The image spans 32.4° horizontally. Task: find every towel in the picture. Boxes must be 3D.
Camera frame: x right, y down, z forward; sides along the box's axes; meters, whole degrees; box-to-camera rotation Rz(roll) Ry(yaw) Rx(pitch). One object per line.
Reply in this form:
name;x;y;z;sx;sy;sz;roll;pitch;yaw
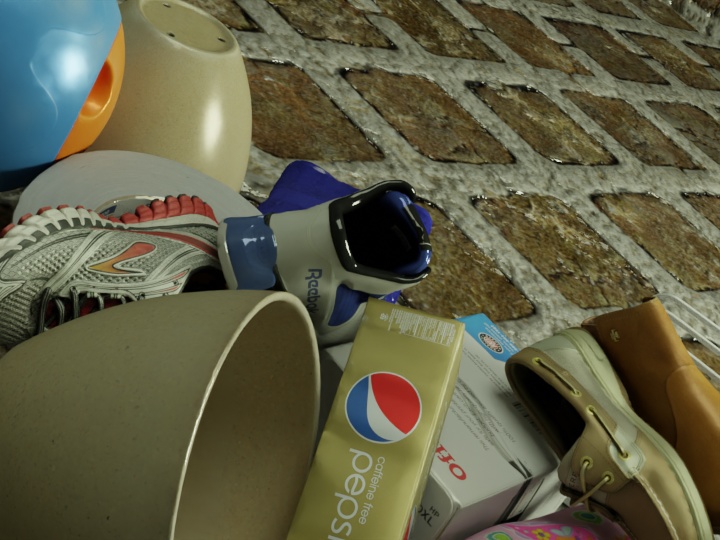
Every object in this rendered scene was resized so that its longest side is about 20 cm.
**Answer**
towel;-0.024;-0.020;1.066;0.146;0.050;0.200;21;28;4

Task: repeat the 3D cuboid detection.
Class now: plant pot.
plant pot;-0.170;-0.149;1.036;0.198;0.135;0.201;23;29;-13

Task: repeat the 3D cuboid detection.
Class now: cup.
cup;-0.119;0.099;0.649;0.141;0.203;0.200;10;23;16

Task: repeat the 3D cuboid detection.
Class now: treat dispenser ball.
treat dispenser ball;-0.264;-0.156;0.863;0.199;0.202;0.202;23;28;-13

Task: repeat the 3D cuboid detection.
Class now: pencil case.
pencil case;0.125;0.200;0.802;0.198;0.088;0.088;-2;41;-45

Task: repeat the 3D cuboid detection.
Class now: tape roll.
tape roll;-0.144;0.009;0.842;0.198;0.067;0.202;19;38;-15

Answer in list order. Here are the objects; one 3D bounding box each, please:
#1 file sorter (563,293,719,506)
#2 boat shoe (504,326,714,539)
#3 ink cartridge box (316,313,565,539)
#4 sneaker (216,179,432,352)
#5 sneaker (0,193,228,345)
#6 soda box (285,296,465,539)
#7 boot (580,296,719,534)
file sorter;0.243;0.120;1.011;0.138;0.125;0.200;37;28;13
boat shoe;0.158;0.126;0.816;0.065;0.075;0.201;-12;46;-19
ink cartridge box;0.060;0.117;0.874;0.199;0.085;0.145;-8;47;-51
sneaker;0.000;0.000;0.801;0.199;0.114;0.082;26;51;-68
sneaker;-0.145;0.010;0.722;0.198;0.078;0.082;-16;57;-43
soda box;0.006;0.121;0.722;0.063;0.068;0.202;15;59;9
boot;0.215;0.089;0.819;0.070;0.146;0.201;-20;6;-22
